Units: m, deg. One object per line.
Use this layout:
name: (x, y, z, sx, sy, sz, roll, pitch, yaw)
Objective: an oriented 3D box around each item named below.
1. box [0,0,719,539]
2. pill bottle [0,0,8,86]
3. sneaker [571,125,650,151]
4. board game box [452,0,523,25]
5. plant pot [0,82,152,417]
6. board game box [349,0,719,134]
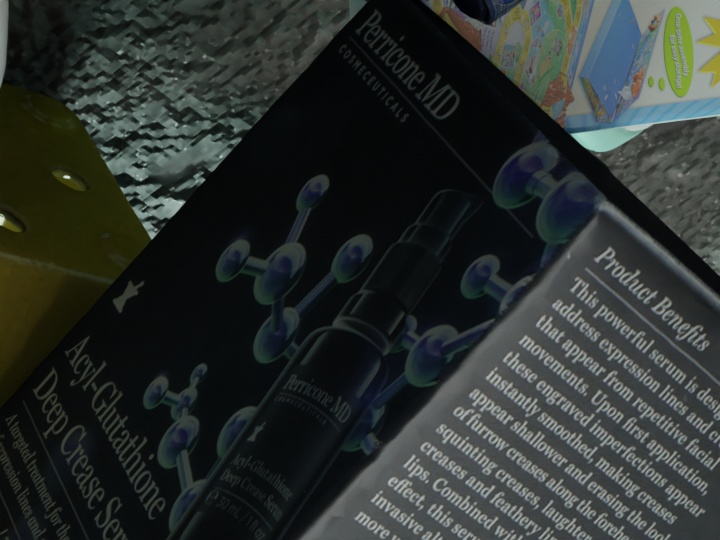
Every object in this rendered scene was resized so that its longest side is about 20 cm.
box: (0.000, 0.049, 0.670, 0.200, 0.148, 0.107, -47, 124, 6)
pill bottle: (-0.203, -0.088, 0.675, 0.200, 0.111, 0.111, -7, 139, -18)
sneaker: (0.081, -0.132, 0.792, 0.140, 0.078, 0.200, -36, 143, 14)
board game box: (0.070, -0.193, 0.640, 0.200, 0.062, 0.200, -35, 119, -3)
plant pot: (-0.163, 0.040, 0.790, 0.195, 0.194, 0.200, 16, 116, -37)
board game box: (0.064, -0.138, 0.716, 0.134, 0.034, 0.200, -8, 114, -18)
